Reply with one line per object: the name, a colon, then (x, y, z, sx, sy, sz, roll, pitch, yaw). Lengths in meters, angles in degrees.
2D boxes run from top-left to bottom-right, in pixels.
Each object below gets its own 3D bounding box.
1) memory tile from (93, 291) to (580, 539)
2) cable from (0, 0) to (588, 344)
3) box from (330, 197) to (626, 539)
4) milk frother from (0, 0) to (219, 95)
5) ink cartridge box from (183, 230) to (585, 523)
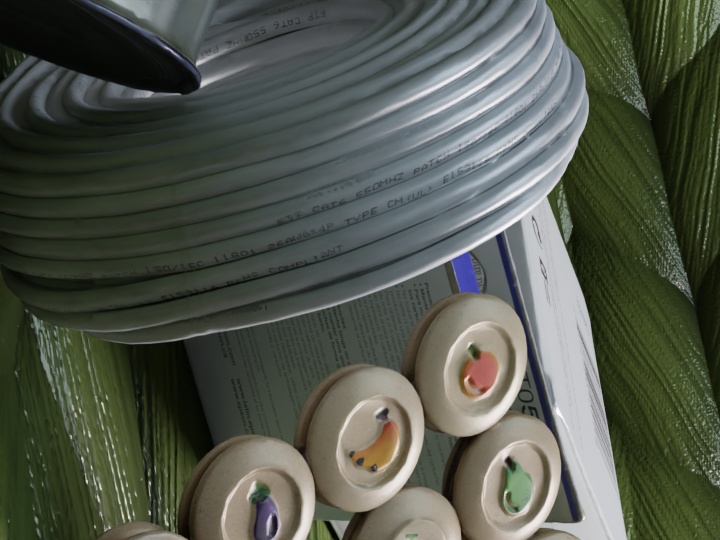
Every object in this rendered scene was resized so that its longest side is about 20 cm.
memory tile: (-0.003, 0.110, 0.926, 0.017, 0.200, 0.154, 17, -47, 49)
cable: (-0.026, -0.047, 0.885, 0.200, 0.199, 0.070, -46, 125, -52)
box: (0.049, 0.059, 1.408, 0.200, 0.130, 0.200, 64, 15, -49)
milk frother: (-0.107, -0.171, 0.839, 0.189, 0.180, 0.200, -68, -163, -8)
ink cartridge box: (0.000, 0.000, 1.059, 0.043, 0.199, 0.197, -25, 104, -42)
